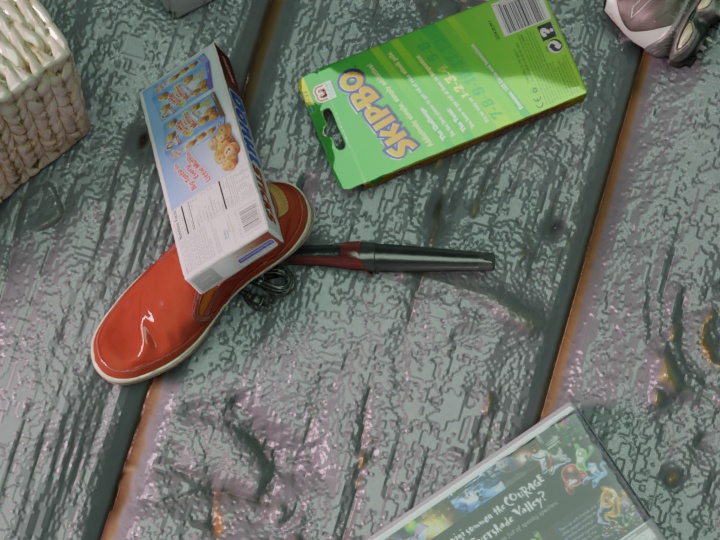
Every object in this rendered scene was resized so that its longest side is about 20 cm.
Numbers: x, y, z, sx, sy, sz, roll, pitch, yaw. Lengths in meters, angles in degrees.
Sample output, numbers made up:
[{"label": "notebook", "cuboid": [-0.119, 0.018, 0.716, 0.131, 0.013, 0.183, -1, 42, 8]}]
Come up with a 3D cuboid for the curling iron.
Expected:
[{"label": "curling iron", "cuboid": [0.000, 0.000, 1.456, 0.198, 0.026, 0.050, -4, 76, 1]}]

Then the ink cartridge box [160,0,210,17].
[{"label": "ink cartridge box", "cuboid": [-0.089, -0.305, 1.484, 0.199, 0.084, 0.146, -27, 80, -3]}]

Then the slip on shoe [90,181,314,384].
[{"label": "slip on shoe", "cuboid": [-0.122, 0.005, 1.426, 0.200, 0.061, 0.074, -40, 67, 10]}]

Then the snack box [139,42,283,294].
[{"label": "snack box", "cuboid": [-0.109, -0.076, 1.412, 0.072, 0.024, 0.201, -32, 46, 15]}]

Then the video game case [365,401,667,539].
[{"label": "video game case", "cuboid": [0.121, 0.224, 1.415, 0.199, 0.023, 0.182, -33, 81, -4]}]

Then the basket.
[{"label": "basket", "cuboid": [-0.276, -0.139, 1.402, 0.123, 0.200, 0.136, -34, 81, -10]}]

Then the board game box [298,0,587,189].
[{"label": "board game box", "cuboid": [0.060, -0.136, 1.480, 0.199, 0.030, 0.096, -22, 79, -6]}]

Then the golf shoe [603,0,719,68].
[{"label": "golf shoe", "cuboid": [0.256, -0.253, 1.472, 0.094, 0.078, 0.201, 30, 80, 7]}]
